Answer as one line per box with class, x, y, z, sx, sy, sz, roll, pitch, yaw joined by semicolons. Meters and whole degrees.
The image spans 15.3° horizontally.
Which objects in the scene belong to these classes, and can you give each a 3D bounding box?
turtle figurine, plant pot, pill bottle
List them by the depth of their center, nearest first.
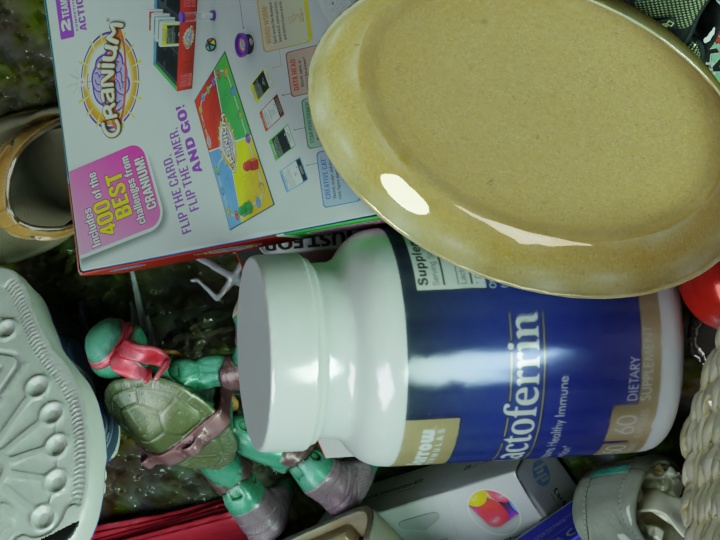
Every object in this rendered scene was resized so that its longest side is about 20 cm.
plant pot;0.075;-0.063;1.156;0.200;0.028;0.200;14;143;11
pill bottle;0.046;0.035;1.287;0.200;0.116;0.116;-3;132;-11
turtle figurine;-0.089;0.067;1.464;0.150;0.101;0.200;-7;133;50

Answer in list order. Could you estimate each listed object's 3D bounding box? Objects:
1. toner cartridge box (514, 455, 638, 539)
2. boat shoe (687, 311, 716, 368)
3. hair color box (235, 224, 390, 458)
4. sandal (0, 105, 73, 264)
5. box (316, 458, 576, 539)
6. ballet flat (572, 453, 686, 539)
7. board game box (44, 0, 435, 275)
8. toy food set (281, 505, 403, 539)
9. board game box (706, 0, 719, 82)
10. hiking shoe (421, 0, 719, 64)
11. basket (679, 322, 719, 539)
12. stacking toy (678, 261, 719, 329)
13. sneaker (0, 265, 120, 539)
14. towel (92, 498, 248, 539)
toner cartridge box;0.094;0.195;1.412;0.200;0.043;0.095;-34;109;1
boat shoe;0.228;0.009;1.258;0.200;0.060;0.072;-25;110;41
hair color box;0.000;0.000;1.383;0.101;0.061;0.200;-5;122;32
sandal;-0.163;-0.048;1.444;0.200;0.054;0.080;-18;114;39
box;0.088;0.195;1.501;0.156;0.041;0.200;-21;113;40
ballet flat;0.191;0.166;1.358;0.200;0.067;0.064;41;143;-17
board game box;-0.057;-0.087;1.300;0.200;0.040;0.153;-9;86;31
toy food set;-0.012;0.221;1.502;0.200;0.060;0.144;-27;113;41
board game box;0.136;-0.175;1.158;0.200;0.029;0.135;51;134;2
hiking shoe;0.104;-0.120;1.135;0.200;0.076;0.101;-16;107;35
basket;0.232;0.116;1.186;0.161;0.198;0.200;4;152;0
stacking toy;0.124;-0.053;1.234;0.200;0.085;0.085;47;134;1
sneaker;-0.162;0.103;1.482;0.081;0.200;0.146;-26;142;5
towel;-0.074;0.225;1.632;0.145;0.022;0.200;-16;117;36
